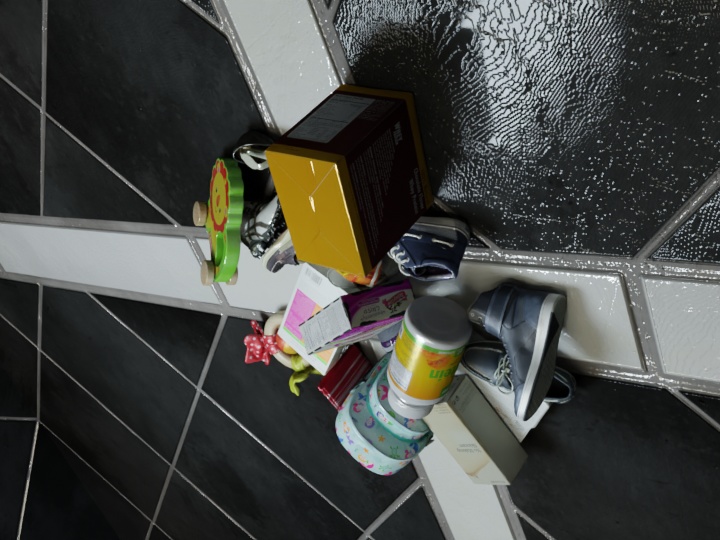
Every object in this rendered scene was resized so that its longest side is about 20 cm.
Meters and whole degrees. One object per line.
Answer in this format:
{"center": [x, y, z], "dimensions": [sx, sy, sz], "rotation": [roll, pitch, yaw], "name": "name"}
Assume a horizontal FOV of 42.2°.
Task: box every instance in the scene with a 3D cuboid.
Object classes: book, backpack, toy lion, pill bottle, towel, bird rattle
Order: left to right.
{"center": [-0.250, -0.095, 1.708], "dimensions": [0.192, 0.068, 0.202], "rotation": [132, 132, -56], "name": "toy lion"}
{"center": [-0.149, 0.151, 1.936], "dimensions": [0.200, 0.112, 0.164], "rotation": [40, 131, 23], "name": "bird rattle"}
{"center": [-0.079, 0.086, 1.784], "dimensions": [0.133, 0.048, 0.201], "rotation": [36, 131, 13], "name": "book"}
{"center": [0.010, 0.258, 1.815], "dimensions": [0.022, 0.145, 0.201], "rotation": [-27, 105, 41], "name": "towel"}
{"center": [0.058, 0.268, 1.730], "dimensions": [0.177, 0.200, 0.151], "rotation": [42, 145, 3], "name": "backpack"}
{"center": [0.106, 0.149, 1.535], "dimensions": [0.110, 0.111, 0.201], "rotation": [30, 132, 17], "name": "pill bottle"}

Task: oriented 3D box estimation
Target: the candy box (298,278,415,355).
{"center": [-0.007, 0.082, 1.591], "dimensions": [0.200, 0.135, 0.062], "rotation": [-35, 71, 61], "name": "candy box"}

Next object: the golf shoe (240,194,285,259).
{"center": [-0.185, -0.098, 1.707], "dimensions": [0.094, 0.078, 0.200], "rotation": [43, 143, 1], "name": "golf shoe"}

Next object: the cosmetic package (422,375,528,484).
{"center": [0.196, 0.285, 1.659], "dimensions": [0.201, 0.073, 0.103], "rotation": [52, 147, -14], "name": "cosmetic package"}

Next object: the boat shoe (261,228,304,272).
{"center": [-0.119, -0.040, 1.705], "dimensions": [0.065, 0.072, 0.200], "rotation": [49, 139, 4], "name": "boat shoe"}

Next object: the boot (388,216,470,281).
{"center": [0.069, -0.036, 1.467], "dimensions": [0.198, 0.091, 0.073], "rotation": [1, 143, 27], "name": "boot"}

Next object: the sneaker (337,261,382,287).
{"center": [-0.027, -0.033, 1.560], "dimensions": [0.076, 0.074, 0.200], "rotation": [20, -174, -24], "name": "sneaker"}

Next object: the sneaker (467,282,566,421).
{"center": [0.232, 0.121, 1.463], "dimensions": [0.145, 0.077, 0.205], "rotation": [15, 97, 31], "name": "sneaker"}

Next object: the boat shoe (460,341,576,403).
{"center": [0.253, 0.168, 1.517], "dimensions": [0.198, 0.076, 0.062], "rotation": [23, -175, 15], "name": "boat shoe"}

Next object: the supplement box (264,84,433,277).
{"center": [-0.010, -0.137, 1.387], "dimensions": [0.132, 0.200, 0.199], "rotation": [14, 135, 34], "name": "supplement box"}

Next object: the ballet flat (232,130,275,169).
{"center": [-0.136, -0.184, 1.578], "dimensions": [0.198, 0.068, 0.069], "rotation": [16, 136, 33], "name": "ballet flat"}

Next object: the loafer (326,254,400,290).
{"center": [0.000, 0.000, 1.627], "dimensions": [0.070, 0.070, 0.199], "rotation": [50, 145, -15], "name": "loafer"}

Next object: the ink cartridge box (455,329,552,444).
{"center": [0.230, 0.205, 1.634], "dimensions": [0.199, 0.044, 0.174], "rotation": [35, 148, 12], "name": "ink cartridge box"}

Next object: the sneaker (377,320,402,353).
{"center": [0.072, 0.082, 1.642], "dimensions": [0.088, 0.074, 0.200], "rotation": [51, 145, -2], "name": "sneaker"}
